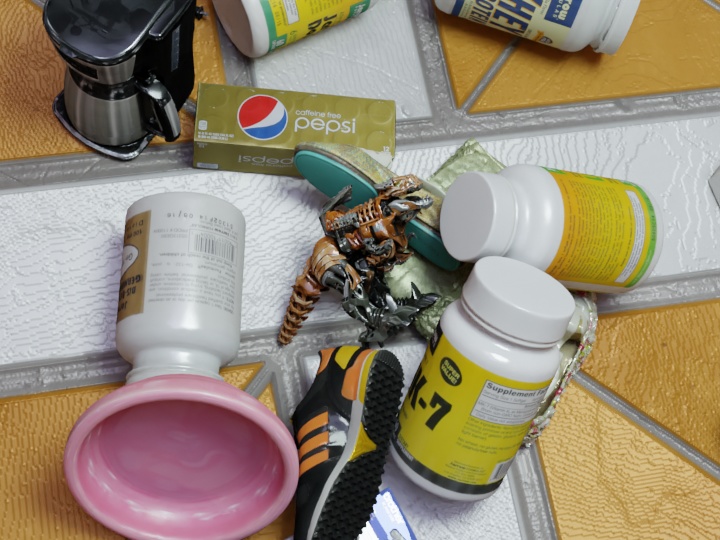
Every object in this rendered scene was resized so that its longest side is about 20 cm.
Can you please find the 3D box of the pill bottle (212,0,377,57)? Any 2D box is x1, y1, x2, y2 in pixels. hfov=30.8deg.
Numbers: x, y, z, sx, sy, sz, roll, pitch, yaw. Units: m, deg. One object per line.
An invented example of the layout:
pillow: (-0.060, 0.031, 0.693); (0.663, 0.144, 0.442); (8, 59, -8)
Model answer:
pill bottle: (-0.048, -0.307, 1.354); (0.200, 0.113, 0.113); (-27, 75, -17)

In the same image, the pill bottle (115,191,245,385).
pill bottle: (-0.166, 0.039, 1.201); (0.114, 0.114, 0.201); (3, 68, -7)

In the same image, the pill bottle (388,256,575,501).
pill bottle: (0.108, 0.096, 1.164); (0.114, 0.200, 0.114); (17, 26, -9)

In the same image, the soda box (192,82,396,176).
soda box: (-0.066, -0.137, 1.311); (0.199, 0.064, 0.068); (5, 68, -7)

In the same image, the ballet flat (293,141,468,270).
ballet flat: (0.029, -0.076, 1.262); (0.200, 0.071, 0.071); (33, 68, 0)

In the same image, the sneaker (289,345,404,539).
sneaker: (-0.029, 0.162, 1.173); (0.090, 0.070, 0.201); (7, 72, 38)

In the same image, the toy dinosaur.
toy dinosaur: (0.000, 0.000, 1.227); (0.136, 0.200, 0.102); (49, 42, 6)

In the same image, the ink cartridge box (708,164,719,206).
ink cartridge box: (0.489, -0.073, 1.357); (0.199, 0.083, 0.147); (-15, 72, -13)

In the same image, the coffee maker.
coffee maker: (-0.222, -0.234, 1.252); (0.134, 0.200, 0.193); (12, 68, -5)

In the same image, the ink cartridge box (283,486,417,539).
ink cartridge box: (-0.035, 0.291, 1.164); (0.200, 0.042, 0.120); (-26, 75, -14)

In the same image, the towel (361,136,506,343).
towel: (0.099, -0.028, 1.309); (0.148, 0.037, 0.200); (45, 69, 9)

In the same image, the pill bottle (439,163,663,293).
pill bottle: (0.177, -0.040, 1.227); (0.200, 0.111, 0.111); (6, 66, -33)

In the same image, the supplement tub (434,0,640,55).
supplement tub: (0.191, -0.315, 1.374); (0.199, 0.145, 0.145); (18, 68, -1)

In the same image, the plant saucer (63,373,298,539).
plant saucer: (-0.153, 0.159, 1.128); (0.200, 0.201, 0.051); (4, 39, -7)

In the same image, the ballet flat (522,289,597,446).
ballet flat: (0.188, 0.078, 1.266); (0.075, 0.064, 0.200); (24, 67, 0)
